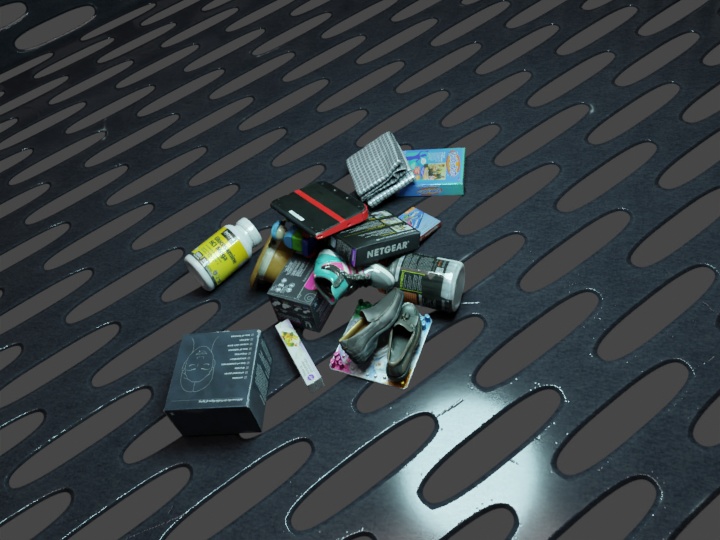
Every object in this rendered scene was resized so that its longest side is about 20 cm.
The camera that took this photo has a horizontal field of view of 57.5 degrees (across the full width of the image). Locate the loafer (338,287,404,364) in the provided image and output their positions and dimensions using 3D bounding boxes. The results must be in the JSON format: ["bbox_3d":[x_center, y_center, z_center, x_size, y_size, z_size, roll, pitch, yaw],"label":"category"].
[{"bbox_3d":[0.028,0.114,1.502,0.202,0.072,0.072,-55,24,-18],"label":"loafer"}]

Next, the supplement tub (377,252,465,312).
[{"bbox_3d":[0.145,0.024,1.583,0.196,0.124,0.124,11,53,21],"label":"supplement tub"}]

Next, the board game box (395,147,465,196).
[{"bbox_3d":[0.200,-0.282,1.878,0.195,0.045,0.154,0,51,14],"label":"board game box"}]

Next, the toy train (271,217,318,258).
[{"bbox_3d":[-0.135,-0.132,1.647,0.113,0.086,0.202,17,50,13],"label":"toy train"}]

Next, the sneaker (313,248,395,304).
[{"bbox_3d":[-0.026,0.029,1.518,0.196,0.085,0.122,16,51,12],"label":"sneaker"}]

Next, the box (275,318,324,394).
[{"bbox_3d":[-0.146,0.200,1.558,0.038,0.042,0.201,-27,51,-10],"label":"box"}]

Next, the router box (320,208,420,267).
[{"bbox_3d":[0.024,-0.082,1.570,0.197,0.052,0.149,-15,35,-33],"label":"router box"}]

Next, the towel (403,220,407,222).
[{"bbox_3d":[0.024,-0.092,1.670,0.149,0.024,0.200,13,32,18],"label":"towel"}]

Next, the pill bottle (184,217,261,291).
[{"bbox_3d":[-0.366,-0.049,1.769,0.112,0.114,0.200,33,64,33],"label":"pill bottle"}]

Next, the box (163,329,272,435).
[{"bbox_3d":[-0.318,0.255,1.496,0.195,0.125,0.200,-4,48,9],"label":"box"}]

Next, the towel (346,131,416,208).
[{"bbox_3d":[0.050,-0.290,1.856,0.164,0.086,0.202,-31,40,12],"label":"towel"}]

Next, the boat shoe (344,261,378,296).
[{"bbox_3d":[0.000,0.000,1.673,0.071,0.073,0.201,18,35,12],"label":"boat shoe"}]

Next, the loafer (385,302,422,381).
[{"bbox_3d":[0.098,0.150,1.493,0.070,0.064,0.203,2,51,16],"label":"loafer"}]

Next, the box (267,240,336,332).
[{"bbox_3d":[-0.123,0.033,1.644,0.130,0.116,0.202,12,52,24],"label":"box"}]

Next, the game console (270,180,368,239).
[{"bbox_3d":[-0.097,-0.147,1.581,0.175,0.032,0.199,-29,44,-30],"label":"game console"}]

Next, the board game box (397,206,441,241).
[{"bbox_3d":[0.114,-0.099,1.734,0.102,0.020,0.199,31,50,31],"label":"board game box"}]

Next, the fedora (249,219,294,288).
[{"bbox_3d":[-0.217,-0.031,1.705,0.081,0.201,0.203,26,55,-4],"label":"fedora"}]

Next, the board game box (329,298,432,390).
[{"bbox_3d":[0.048,0.167,1.551,0.196,0.026,0.202,12,55,21],"label":"board game box"}]
